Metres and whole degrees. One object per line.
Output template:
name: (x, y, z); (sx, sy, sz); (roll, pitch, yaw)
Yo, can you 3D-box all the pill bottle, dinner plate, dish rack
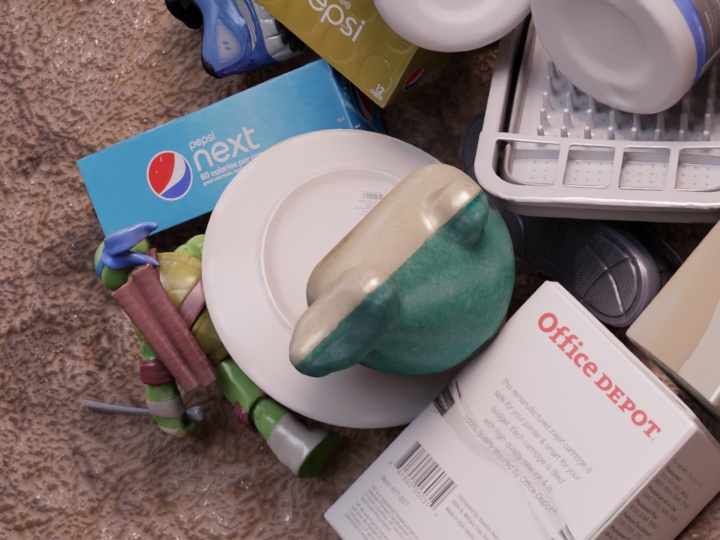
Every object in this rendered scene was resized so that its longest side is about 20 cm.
pill bottle: (0.201, -0.196, 1.407); (0.113, 0.114, 0.200); (20, 53, 35)
dinner plate: (0.000, 0.000, 1.461); (0.198, 0.024, 0.202); (5, 66, -13)
pill bottle: (0.042, -0.227, 1.459); (0.112, 0.112, 0.200); (-36, 32, 11)
dish rack: (0.165, -0.101, 1.432); (0.170, 0.044, 0.201); (2, 49, 13)

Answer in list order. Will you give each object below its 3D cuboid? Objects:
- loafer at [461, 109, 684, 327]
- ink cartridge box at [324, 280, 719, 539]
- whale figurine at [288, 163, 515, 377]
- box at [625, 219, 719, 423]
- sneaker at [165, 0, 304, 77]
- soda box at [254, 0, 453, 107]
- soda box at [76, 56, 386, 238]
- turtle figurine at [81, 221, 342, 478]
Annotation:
loafer: (0.136, -0.031, 1.462); (0.200, 0.063, 0.072); (49, 126, 41)
ink cartridge box: (0.101, 0.131, 1.378); (0.200, 0.084, 0.146); (-45, 52, 3)
whale figurine: (0.026, 0.018, 1.348); (0.104, 0.200, 0.159); (46, 111, -1)
box: (0.256, -0.003, 1.347); (0.200, 0.095, 0.078); (-49, 52, -1)
sneaker: (-0.106, -0.224, 1.665); (0.089, 0.079, 0.201); (-24, 57, 15)
soda box: (-0.025, -0.196, 1.541); (0.200, 0.064, 0.068); (41, 119, 17)
soda box: (-0.087, -0.082, 1.588); (0.199, 0.064, 0.068); (-21, 93, 20)
turtle figurine: (-0.078, 0.044, 1.532); (0.193, 0.201, 0.144); (34, 63, 17)
